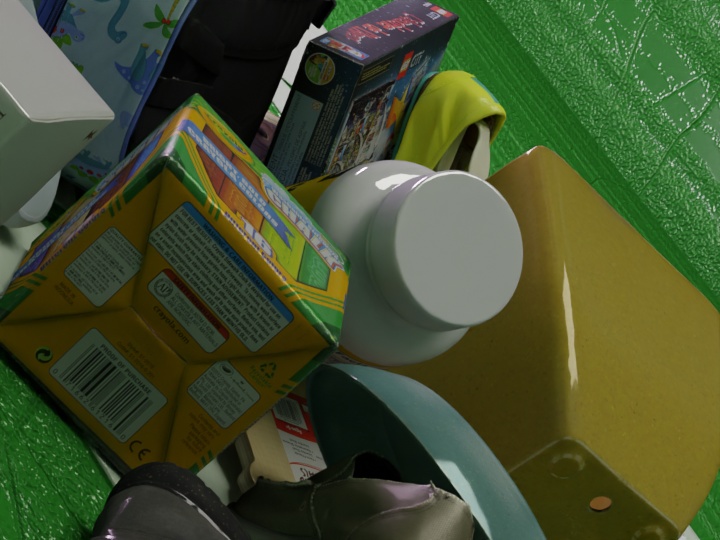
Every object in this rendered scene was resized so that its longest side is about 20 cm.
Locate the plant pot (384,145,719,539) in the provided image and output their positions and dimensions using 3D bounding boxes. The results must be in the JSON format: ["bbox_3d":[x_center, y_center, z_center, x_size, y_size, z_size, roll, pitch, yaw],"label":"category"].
[{"bbox_3d":[0.103,0.089,1.625,0.195,0.194,0.200,41,26,-31],"label":"plant pot"}]

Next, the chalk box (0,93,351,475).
[{"bbox_3d":[-0.088,0.004,1.340,0.125,0.124,0.200,46,12,-11],"label":"chalk box"}]

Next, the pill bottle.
[{"bbox_3d":[0.000,0.000,1.472,0.111,0.111,0.200,44,-26,-20],"label":"pill bottle"}]

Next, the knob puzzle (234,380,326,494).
[{"bbox_3d":[0.001,0.143,1.438,0.219,0.030,0.220,39,25,-22],"label":"knob puzzle"}]

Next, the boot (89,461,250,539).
[{"bbox_3d":[-0.045,0.174,1.135,0.200,0.070,0.132,37,16,-4],"label":"boot"}]

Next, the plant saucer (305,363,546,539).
[{"bbox_3d":[0.044,0.123,1.307,0.200,0.036,0.200,51,-18,23],"label":"plant saucer"}]

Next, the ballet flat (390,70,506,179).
[{"bbox_3d":[0.036,-0.028,1.701,0.067,0.201,0.067,28,11,30],"label":"ballet flat"}]

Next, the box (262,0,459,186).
[{"bbox_3d":[-0.006,-0.088,1.660,0.038,0.137,0.200,25,20,11],"label":"box"}]

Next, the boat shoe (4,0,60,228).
[{"bbox_3d":[-0.216,-0.111,1.404,0.071,0.091,0.201,20,58,-65],"label":"boat shoe"}]

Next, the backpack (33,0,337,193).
[{"bbox_3d":[-0.125,-0.129,1.512,0.147,0.184,0.200,27,6,11],"label":"backpack"}]

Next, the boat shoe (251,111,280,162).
[{"bbox_3d":[-0.095,-0.077,1.715,0.200,0.072,0.065,37,23,-35],"label":"boat shoe"}]

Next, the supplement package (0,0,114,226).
[{"bbox_3d":[-0.227,-0.102,1.185,0.200,0.121,0.120,49,11,6],"label":"supplement package"}]

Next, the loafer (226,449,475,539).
[{"bbox_3d":[-0.001,0.125,1.268,0.075,0.070,0.200,44,-15,-22],"label":"loafer"}]
